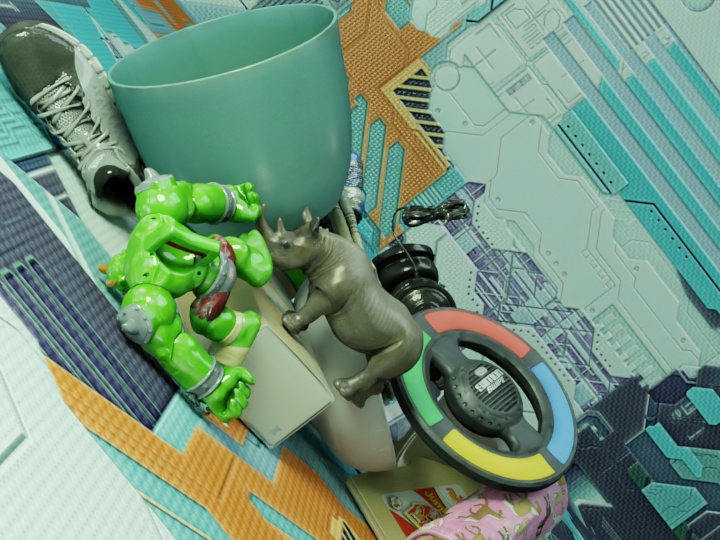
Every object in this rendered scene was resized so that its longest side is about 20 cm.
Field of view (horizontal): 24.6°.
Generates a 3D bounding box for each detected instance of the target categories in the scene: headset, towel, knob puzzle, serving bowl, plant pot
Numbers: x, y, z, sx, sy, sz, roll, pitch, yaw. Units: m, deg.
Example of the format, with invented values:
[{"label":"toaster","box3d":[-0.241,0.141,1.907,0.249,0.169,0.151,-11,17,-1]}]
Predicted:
[{"label":"headset","box3d":[0.064,0.017,1.604,0.124,0.094,0.200,-111,-169,-49]},{"label":"towel","box3d":[0.000,0.000,1.552,0.193,0.034,0.200,79,-5,-50]},{"label":"knob puzzle","box3d":[0.095,0.260,1.542,0.219,0.030,0.220,25,33,-17]},{"label":"serving bowl","box3d":[-0.024,0.094,1.516,0.200,0.066,0.200,165,-90,-86]},{"label":"plant pot","box3d":[-0.097,-0.118,1.407,0.201,0.200,0.161,-114,-171,-68]}]

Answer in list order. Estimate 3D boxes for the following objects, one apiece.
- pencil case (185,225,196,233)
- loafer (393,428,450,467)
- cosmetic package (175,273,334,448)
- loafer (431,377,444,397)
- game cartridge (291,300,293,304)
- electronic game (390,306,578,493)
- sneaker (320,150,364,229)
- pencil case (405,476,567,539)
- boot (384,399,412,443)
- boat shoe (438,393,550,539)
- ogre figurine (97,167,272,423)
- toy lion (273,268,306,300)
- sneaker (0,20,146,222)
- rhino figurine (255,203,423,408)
[{"label":"pencil case","box3d":[-0.187,-0.105,1.614,0.200,0.085,0.092,52,21,-6]},{"label":"loafer","box3d":[0.068,0.188,1.642,0.076,0.067,0.200,53,30,-7]},{"label":"cosmetic package","box3d":[-0.098,0.050,1.409,0.105,0.071,0.200,50,6,-32]},{"label":"loafer","box3d":[0.038,0.052,1.830,0.200,0.063,0.072,52,-7,-8]},{"label":"game cartridge","box3d":[-0.102,0.031,1.709,0.200,0.040,0.133,55,2,28]},{"label":"electronic game","box3d":[0.113,0.115,1.503,0.200,0.042,0.200,21,41,-20]},{"label":"sneaker","box3d":[-0.085,-0.092,1.700,0.077,0.200,0.085,58,40,-62]},{"label":"pencil case","box3d":[0.112,0.233,1.482,0.083,0.087,0.200,25,26,23]},{"label":"boot","box3d":[0.043,0.189,1.774,0.090,0.073,0.200,60,14,5]},{"label":"boat shoe","box3d":[0.138,0.180,1.621,0.071,0.064,0.200,0,-48,43]},{"label":"ogre figurine","box3d":[-0.127,0.003,1.250,0.098,0.200,0.120,-2,-26,47]},{"label":"toy lion","box3d":[-0.038,0.036,1.770,0.200,0.069,0.192,53,-2,-1]},{"label":"sneaker","box3d":[-0.231,-0.120,1.400,0.200,0.075,0.116,50,8,-29]},{"label":"rhino figurine","box3d":[-0.023,0.021,1.367,0.200,0.087,0.060,53,4,-19]}]
